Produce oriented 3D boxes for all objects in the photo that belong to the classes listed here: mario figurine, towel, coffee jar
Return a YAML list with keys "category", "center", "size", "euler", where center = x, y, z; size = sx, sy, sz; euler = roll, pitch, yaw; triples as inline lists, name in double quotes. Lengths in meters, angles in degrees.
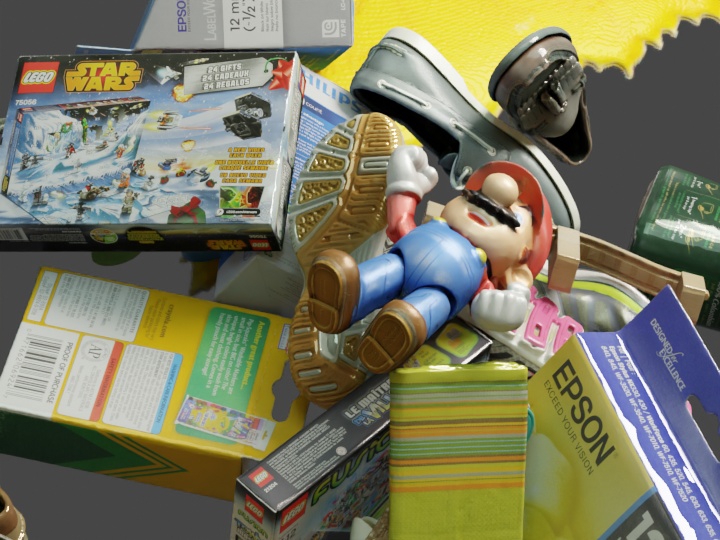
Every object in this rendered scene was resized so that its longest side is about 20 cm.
- category: "mario figurine"
  center: [0.055, -0.020, 1.389]
  size: [0.200, 0.106, 0.124]
  euler: [-33, 98, -49]
- category: "towel"
  center: [0.056, 0.155, 1.365]
  size: [0.085, 0.202, 0.018]
  euler: [0, 7, -16]
- category: "coffee jar"
  center: [0.286, 0.004, 1.593]
  size: [0.199, 0.086, 0.105]
  euler: [19, 45, 11]

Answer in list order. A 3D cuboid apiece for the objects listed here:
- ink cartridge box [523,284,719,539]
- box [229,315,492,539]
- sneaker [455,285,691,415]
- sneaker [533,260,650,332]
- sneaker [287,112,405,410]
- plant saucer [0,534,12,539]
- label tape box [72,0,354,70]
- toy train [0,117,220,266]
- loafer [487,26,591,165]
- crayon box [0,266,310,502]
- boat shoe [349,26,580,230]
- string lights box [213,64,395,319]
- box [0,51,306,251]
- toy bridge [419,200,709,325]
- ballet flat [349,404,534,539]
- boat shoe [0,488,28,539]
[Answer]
- category: "ink cartridge box"
  center: [0.152, 0.141, 1.379]
  size: [0.047, 0.200, 0.198]
  euler: [13, 38, -38]
- category: "box"
  center: [-0.001, 0.121, 1.428]
  size: [0.035, 0.110, 0.200]
  euler: [37, 54, 24]
- category: "sneaker"
  center: [0.114, 0.073, 1.493]
  size: [0.199, 0.088, 0.074]
  euler: [32, 28, 3]
- category: "sneaker"
  center: [0.123, 0.038, 1.558]
  size: [0.199, 0.074, 0.081]
  euler: [23, 55, 23]
- category: "sneaker"
  center: [0.000, 0.000, 1.483]
  size: [0.075, 0.088, 0.201]
  euler: [0, 73, 29]
- category: "plant saucer"
  center: [-0.254, 0.242, 1.311]
  size: [0.199, 0.032, 0.201]
  euler: [1, 60, -2]
- category: "label tape box"
  center: [-0.113, -0.183, 1.666]
  size: [0.198, 0.143, 0.067]
  euler: [0, 88, -10]
- category: "toy train"
  center: [-0.186, -0.054, 1.589]
  size: [0.199, 0.085, 0.116]
  euler: [-8, 63, -15]
- category: "loafer"
  center: [0.140, -0.121, 1.627]
  size: [0.072, 0.200, 0.063]
  euler: [-41, 78, 3]
- category: "crayon box"
  center: [-0.130, 0.077, 1.489]
  size: [0.198, 0.052, 0.126]
  euler: [11, 47, 3]
- category: "boat shoe"
  center: [0.072, -0.083, 1.630]
  size: [0.200, 0.073, 0.062]
  euler: [46, 62, -3]
- category: "string lights box"
  center: [-0.036, -0.047, 1.585]
  size: [0.102, 0.059, 0.201]
  euler: [28, 42, -22]
- category: "box"
  center: [-0.142, -0.079, 1.517]
  size: [0.198, 0.040, 0.138]
  euler: [1, 60, 12]
- category: "toy bridge"
  center: [0.136, -0.009, 1.513]
  size: [0.199, 0.027, 0.067]
  euler: [15, 19, 0]
- category: "ballet flat"
  center: [0.034, 0.154, 1.405]
  size: [0.065, 0.071, 0.201]
  euler: [26, 78, 43]
- category: "boat shoe"
  center: [-0.296, 0.131, 1.399]
  size: [0.199, 0.074, 0.076]
  euler: [16, 47, 7]
